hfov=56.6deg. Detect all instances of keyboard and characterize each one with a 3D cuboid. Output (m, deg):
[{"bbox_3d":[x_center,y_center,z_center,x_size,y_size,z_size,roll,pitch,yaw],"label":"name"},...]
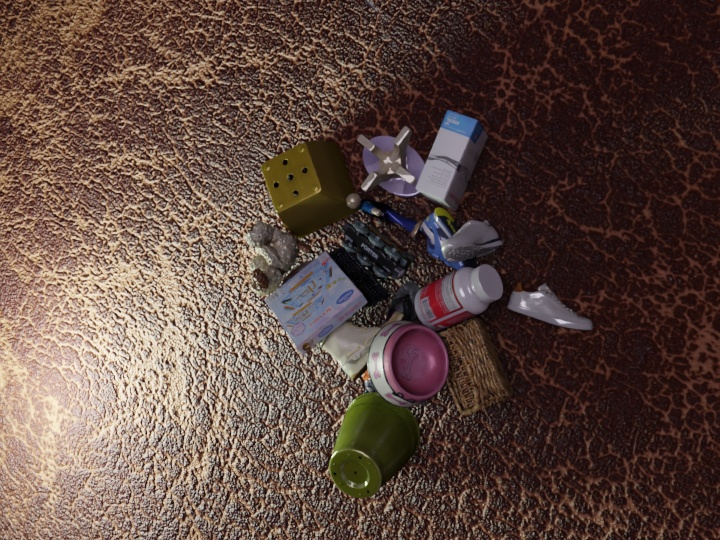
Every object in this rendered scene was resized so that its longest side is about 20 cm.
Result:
[{"bbox_3d":[0.000,0.000,1.691,0.103,0.040,0.200,-25,56,-26],"label":"keyboard"}]

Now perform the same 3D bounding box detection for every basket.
[{"bbox_3d":[0.248,0.229,1.563,0.148,0.143,0.202,-24,78,15],"label":"basket"}]

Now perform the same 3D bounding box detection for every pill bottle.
[{"bbox_3d":[0.229,0.061,1.562,0.199,0.111,0.114,-29,75,43],"label":"pill bottle"}]

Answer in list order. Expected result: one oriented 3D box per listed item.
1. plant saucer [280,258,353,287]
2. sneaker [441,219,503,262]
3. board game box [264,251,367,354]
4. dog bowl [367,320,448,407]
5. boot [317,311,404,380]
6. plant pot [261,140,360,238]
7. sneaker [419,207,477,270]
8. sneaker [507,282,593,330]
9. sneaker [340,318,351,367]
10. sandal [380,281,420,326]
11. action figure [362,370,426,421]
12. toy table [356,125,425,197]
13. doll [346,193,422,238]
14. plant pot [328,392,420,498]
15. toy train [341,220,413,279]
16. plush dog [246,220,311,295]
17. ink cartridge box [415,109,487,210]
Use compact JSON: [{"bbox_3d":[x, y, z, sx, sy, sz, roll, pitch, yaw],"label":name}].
[{"bbox_3d":[-0.111,0.051,1.718,0.197,0.032,0.202,-10,46,10],"label":"plant saucer"},{"bbox_3d":[0.251,-0.073,1.569,0.076,0.199,0.081,-34,72,42],"label":"sneaker"},{"bbox_3d":[-0.111,0.074,1.626,0.199,0.041,0.200,-38,45,-4],"label":"board game box"},{"bbox_3d":[0.118,0.213,1.544,0.074,0.198,0.203,-18,77,60],"label":"dog bowl"},{"bbox_3d":[-0.003,0.143,1.621,0.154,0.072,0.200,40,79,16],"label":"boot"},{"bbox_3d":[-0.143,-0.221,1.721,0.198,0.176,0.202,-23,79,15],"label":"plant pot"},{"bbox_3d":[0.216,-0.052,1.637,0.082,0.074,0.202,-33,83,33],"label":"sneaker"},{"bbox_3d":[0.444,0.079,1.543,0.198,0.073,0.086,19,94,21],"label":"sneaker"},{"bbox_3d":[-0.063,0.157,1.701,0.076,0.080,0.201,-41,72,26],"label":"sneaker"},{"bbox_3d":[0.092,0.123,1.677,0.075,0.048,0.202,30,96,19],"label":"sandal"},{"bbox_3d":[0.086,0.254,1.639,0.192,0.105,0.202,24,102,6],"label":"action figure"},{"bbox_3d":[0.075,-0.270,1.680,0.198,0.117,0.186,28,95,18],"label":"toy table"},{"bbox_3d":[0.056,-0.144,1.671,0.198,0.136,0.049,25,104,7],"label":"doll"},{"bbox_3d":[0.020,0.423,1.569,0.198,0.193,0.203,7,111,19],"label":"plant pot"},{"bbox_3d":[0.042,-0.053,1.675,0.199,0.114,0.086,39,111,20],"label":"toy train"},{"bbox_3d":[-0.228,-0.016,1.733,0.159,0.200,0.174,24,86,2],"label":"plush dog"},{"bbox_3d":[0.221,-0.261,1.611,0.083,0.145,0.202,24,94,20],"label":"ink cartridge box"}]
